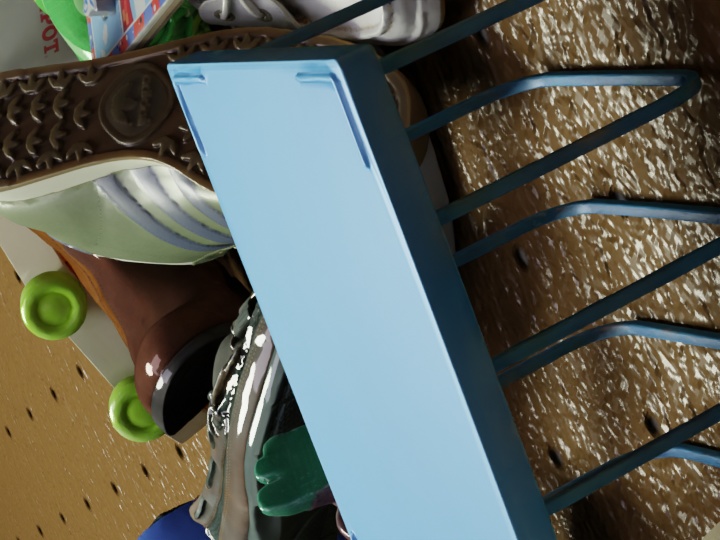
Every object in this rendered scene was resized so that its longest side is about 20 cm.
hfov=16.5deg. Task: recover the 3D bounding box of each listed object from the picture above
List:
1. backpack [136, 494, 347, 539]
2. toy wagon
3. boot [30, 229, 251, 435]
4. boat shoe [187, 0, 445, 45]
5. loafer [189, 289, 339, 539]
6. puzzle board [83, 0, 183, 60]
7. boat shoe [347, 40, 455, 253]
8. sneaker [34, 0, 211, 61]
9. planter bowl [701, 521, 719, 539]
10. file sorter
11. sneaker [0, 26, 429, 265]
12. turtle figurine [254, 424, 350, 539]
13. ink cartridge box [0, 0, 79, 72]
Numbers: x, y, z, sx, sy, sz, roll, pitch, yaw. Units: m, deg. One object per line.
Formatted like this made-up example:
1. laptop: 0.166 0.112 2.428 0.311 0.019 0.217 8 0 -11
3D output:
1. backpack: -0.020 0.193 1.127 0.168 0.162 0.201 41 138 38
2. toy wagon: -0.146 0.000 1.255 0.200 0.039 0.155 51 -175 -20
3. boot: -0.127 -0.024 1.120 0.200 0.069 0.188 43 -168 -1
4. boat shoe: -0.040 -0.117 0.925 0.200 0.069 0.071 26 131 57
5. loafer: -0.040 0.056 0.975 0.063 0.072 0.201 32 142 21
6. puzzle board: -0.089 -0.188 0.921 0.151 0.017 0.201 142 122 -62
7. boat shoe: 0.000 0.000 0.986 0.069 0.056 0.201 40 149 47
8. sneaker: -0.086 -0.091 1.076 0.084 0.074 0.200 45 164 33
9. planter bowl: 0.145 0.133 0.642 0.135 0.199 0.201 -98 -4 -58
10. file sorter: 0.048 0.005 0.784 0.139 0.122 0.201 8 122 65
11. sneaker: -0.055 -0.041 0.939 0.090 0.199 0.068 40 -126 -57
12. turtle figurine: 0.032 0.137 0.959 0.149 0.101 0.200 33 167 36
13. ink cartridge box: -0.238 -0.139 1.197 0.086 0.199 0.148 52 156 30
